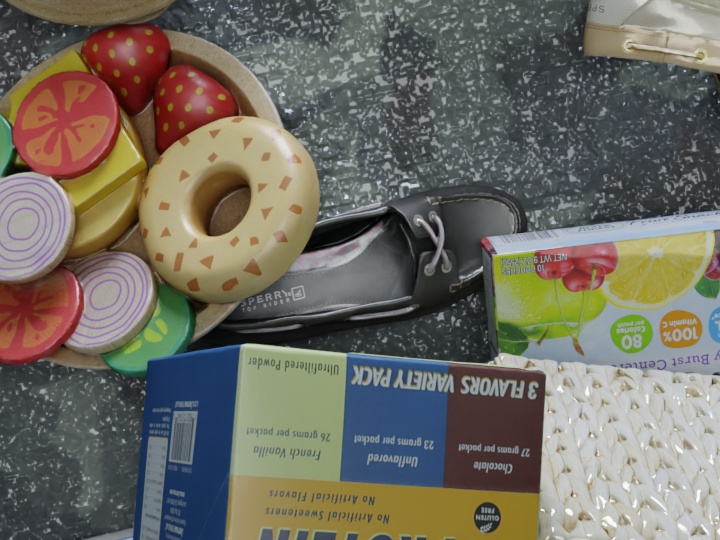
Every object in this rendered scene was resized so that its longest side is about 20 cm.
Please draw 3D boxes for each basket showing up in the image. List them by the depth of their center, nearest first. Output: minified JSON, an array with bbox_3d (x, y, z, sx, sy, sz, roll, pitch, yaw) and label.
[{"bbox_3d":[0.132,0.169,0.771,0.160,0.200,0.199,7,112,-6],"label":"basket"}]

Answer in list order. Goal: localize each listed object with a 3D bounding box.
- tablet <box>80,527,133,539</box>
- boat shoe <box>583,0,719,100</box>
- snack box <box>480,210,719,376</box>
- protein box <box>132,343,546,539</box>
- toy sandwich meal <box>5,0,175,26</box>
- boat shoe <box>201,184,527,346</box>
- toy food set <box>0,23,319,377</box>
[{"bbox_3d":[-0.121,0.208,0.883,0.199,0.014,0.131,-13,88,-4],"label":"tablet"},{"bbox_3d":[0.217,-0.115,0.888,0.199,0.074,0.070,20,99,0],"label":"boat shoe"},{"bbox_3d":[0.171,0.044,0.869,0.199,0.053,0.143,-7,103,-2],"label":"snack box"},{"bbox_3d":[-0.022,0.142,0.714,0.134,0.198,0.201,6,83,-18],"label":"protein box"},{"bbox_3d":[-0.141,-0.228,0.863,0.204,0.070,0.207,0,89,10],"label":"toy sandwich meal"},{"bbox_3d":[0.000,0.000,0.875,0.199,0.057,0.067,-16,88,-3],"label":"boat shoe"},{"bbox_3d":[-0.131,-0.039,0.846,0.197,0.049,0.200,-35,67,2],"label":"toy food set"}]
